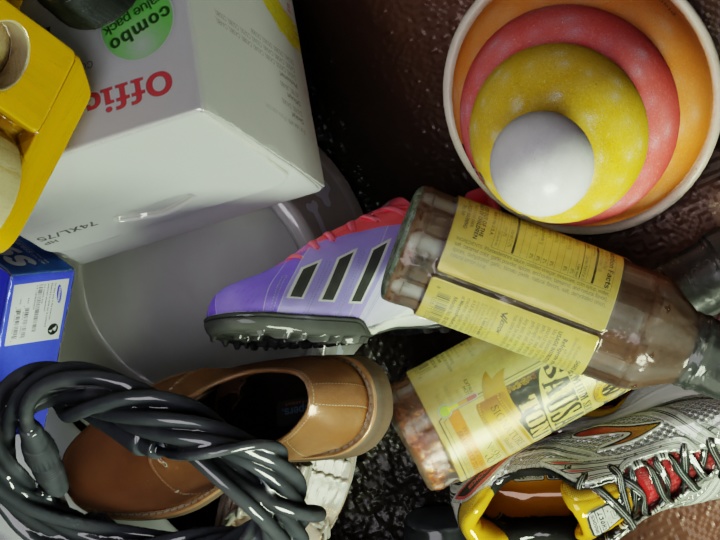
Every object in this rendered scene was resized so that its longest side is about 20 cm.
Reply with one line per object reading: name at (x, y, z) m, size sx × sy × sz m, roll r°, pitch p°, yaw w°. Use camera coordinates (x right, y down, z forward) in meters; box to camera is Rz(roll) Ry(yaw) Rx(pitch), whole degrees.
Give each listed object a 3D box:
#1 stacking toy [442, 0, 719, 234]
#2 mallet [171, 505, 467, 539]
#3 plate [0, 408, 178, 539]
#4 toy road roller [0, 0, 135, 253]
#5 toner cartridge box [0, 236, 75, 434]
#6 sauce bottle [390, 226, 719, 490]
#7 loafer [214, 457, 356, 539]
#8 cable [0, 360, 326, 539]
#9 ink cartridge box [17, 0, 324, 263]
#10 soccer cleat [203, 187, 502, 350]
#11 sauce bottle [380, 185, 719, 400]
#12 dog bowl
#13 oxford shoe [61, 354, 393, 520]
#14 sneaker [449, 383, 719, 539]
stacking toy at (0.095, -0.071, 1.396) m, size 0.145 × 0.200 × 0.147 m, roll 3°, pitch 104°, yaw 13°
mallet at (-0.030, 0.147, 1.579) m, size 0.199 × 0.041 × 0.066 m, roll 12°, pitch 109°, yaw 15°
plate at (-0.179, 0.173, 1.572) m, size 0.200 × 0.032 × 0.200 m, roll 44°, pitch 129°, yaw 17°
toy road roller at (-0.204, -0.117, 1.313) m, size 0.146 × 0.123 × 0.201 m, roll 16°, pitch 78°, yaw 38°
toner cartridge box at (-0.229, 0.003, 1.527) m, size 0.200 × 0.043 × 0.095 m, roll 34°, pitch 118°, yaw 43°
sauce bottle at (0.108, 0.041, 1.472) m, size 0.199 × 0.066 × 0.066 m, roll -30°, pitch 96°, yaw 1°
loafer at (-0.047, 0.143, 1.516) m, size 0.072 × 0.063 × 0.201 m, roll 13°, pitch 127°, yaw -14°
cable at (-0.105, 0.099, 1.408) m, size 0.163 × 0.051 × 0.200 m, roll 43°, pitch 145°, yaw -13°
ink cartridge box at (-0.123, -0.129, 1.427) m, size 0.146 × 0.146 × 0.201 m, roll -16°, pitch 70°, yaw 18°
soccer cleat at (0.000, 0.000, 1.458) m, size 0.068 × 0.199 × 0.074 m, roll -6°, pitch 90°, yaw 50°
sauce bottle at (0.110, 0.021, 1.411) m, size 0.199 × 0.065 × 0.065 m, roll 22°, pitch 110°, yaw -4°
dog bowl at (-0.093, 0.010, 1.541) m, size 0.199 × 0.059 × 0.201 m, roll 4°, pitch 106°, yaw 13°
oxford shoe at (-0.084, 0.079, 1.451) m, size 0.199 × 0.071 × 0.072 m, roll -20°, pitch 74°, yaw 33°
sneaker at (0.141, 0.109, 1.490) m, size 0.199 × 0.082 × 0.078 m, roll -13°, pitch 123°, yaw 19°
